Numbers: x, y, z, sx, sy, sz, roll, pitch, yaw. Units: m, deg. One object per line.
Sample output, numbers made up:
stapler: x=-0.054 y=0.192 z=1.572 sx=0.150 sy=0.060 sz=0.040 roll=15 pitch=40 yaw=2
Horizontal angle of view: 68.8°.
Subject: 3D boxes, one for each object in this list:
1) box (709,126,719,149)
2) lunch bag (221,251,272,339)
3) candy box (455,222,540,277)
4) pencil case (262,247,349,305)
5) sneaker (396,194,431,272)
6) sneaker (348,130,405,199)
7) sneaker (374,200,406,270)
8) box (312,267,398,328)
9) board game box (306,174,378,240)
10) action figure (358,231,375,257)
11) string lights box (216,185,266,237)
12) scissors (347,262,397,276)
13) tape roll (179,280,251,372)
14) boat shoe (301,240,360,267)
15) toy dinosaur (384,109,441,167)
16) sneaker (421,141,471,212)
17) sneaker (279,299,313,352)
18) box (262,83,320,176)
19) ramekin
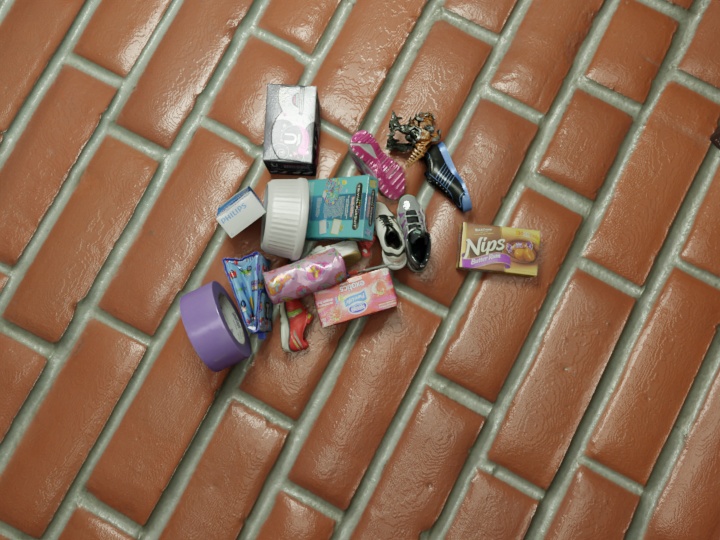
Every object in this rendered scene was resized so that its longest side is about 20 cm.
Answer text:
box: x=1.032 y=-0.359 z=1.297 sx=0.164 sy=0.200 sz=0.166 roll=-44 pitch=85 yaw=-3
lunch bag: x=-0.261 y=0.069 z=1.282 sx=0.093 sy=0.151 sz=0.202 roll=-11 pitch=85 yaw=-1
candy box: x=0.349 y=-0.052 z=1.341 sx=0.198 sy=0.056 sz=0.118 roll=7 pitch=85 yaw=-1
pencil case: x=-0.128 y=0.012 z=1.243 sx=0.198 sy=0.087 sz=0.088 roll=-21 pitch=85 yaw=-7
sneaker: x=0.140 y=-0.100 z=1.302 sx=0.077 sy=0.140 sz=0.202 roll=-12 pitch=86 yaw=-2
sneaker: x=0.041 y=-0.270 z=1.352 sx=0.081 sy=0.088 sz=0.201 roll=-40 pitch=108 yaw=-6
sneaker: x=0.070 y=-0.103 z=1.309 sx=0.073 sy=0.080 sz=0.201 roll=-16 pitch=59 yaw=-9
box: x=-0.013 y=0.069 z=1.310 sx=0.198 sy=0.095 sz=0.101 roll=-16 pitch=85 yaw=-2
board game box: x=-0.055 y=-0.151 z=1.304 sx=0.198 sy=0.047 sz=0.153 roll=3 pitch=84 yaw=35
action figure: x=-0.001 y=-0.129 z=1.330 sx=0.051 sy=0.065 sz=0.202 roll=-3 pitch=72 yaw=-33
string lights box: x=-0.292 y=-0.148 z=1.275 sx=0.102 sy=0.200 sz=0.059 roll=-37 pitch=109 yaw=-2
scissors: x=0.000 y=0.000 z=1.309 sx=0.198 sy=0.073 sz=0.014 roll=-16 pitch=94 yaw=14
tape roll: x=-0.342 y=0.132 z=1.252 sx=0.084 sy=0.200 sz=0.202 roll=-24 pitch=85 yaw=-1
boat shoe: x=-0.098 y=-0.029 z=1.339 sx=0.198 sy=0.071 sz=0.070 roll=-18 pitch=58 yaw=6
toy dinosaur: x=0.136 y=-0.341 z=1.329 sx=0.134 sy=0.201 sz=0.103 roll=13 pitch=123 yaw=4
sneaker: x=0.215 y=-0.231 z=1.355 sx=0.077 sy=0.070 sz=0.202 roll=-25 pitch=78 yaw=1
sneaker: x=-0.161 y=0.104 z=1.322 sx=0.084 sy=0.077 sz=0.202 roll=-2 pitch=98 yaw=-7
box: x=-0.172 y=-0.356 z=1.340 sx=0.131 sy=0.115 sz=0.202 roll=3 pitch=85 yaw=1
ramekin: x=-0.186 y=-0.127 z=1.268 sx=0.093 sy=0.202 sz=0.205 roll=5 pitch=84 yaw=-15
